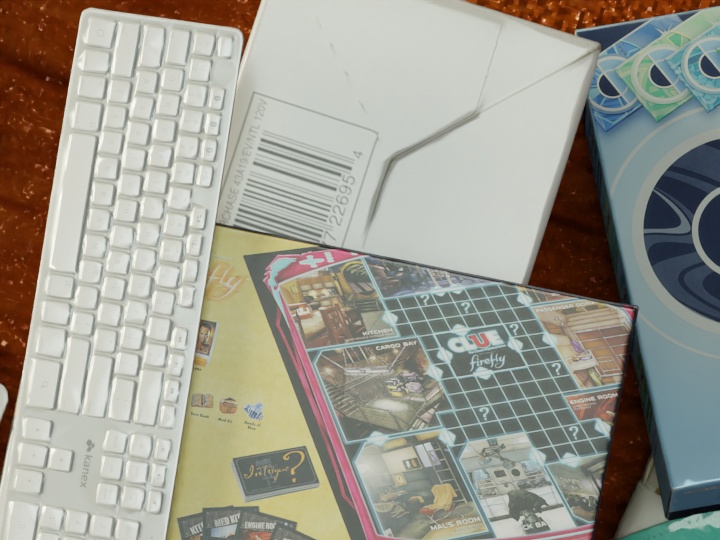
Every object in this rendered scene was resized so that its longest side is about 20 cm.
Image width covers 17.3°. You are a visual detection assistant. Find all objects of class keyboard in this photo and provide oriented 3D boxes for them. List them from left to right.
[{"bbox_3d":[-0.080,0.016,0.780,0.056,0.011,0.202,9,87,1],"label":"keyboard"}]

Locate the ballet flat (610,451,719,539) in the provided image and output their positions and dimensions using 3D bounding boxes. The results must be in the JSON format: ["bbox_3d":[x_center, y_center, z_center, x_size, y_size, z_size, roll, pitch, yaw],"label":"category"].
[{"bbox_3d":[0.162,0.089,0.984,0.199,0.067,0.071,-28,86,4],"label":"ballet flat"}]

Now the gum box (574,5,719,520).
[{"bbox_3d":[0.186,-0.014,0.952,0.169,0.045,0.201,-9,67,1],"label":"gum box"}]

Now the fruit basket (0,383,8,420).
[{"bbox_3d":[-0.265,0.097,0.962,0.199,0.094,0.186,23,87,3],"label":"fruit basket"}]

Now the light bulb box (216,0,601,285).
[{"bbox_3d":[0.000,0.000,0.920,0.124,0.200,0.200,18,87,1],"label":"light bulb box"}]

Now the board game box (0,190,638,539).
[{"bbox_3d":[-0.017,0.059,0.799,0.199,0.035,0.136,12,87,1],"label":"board game box"}]
